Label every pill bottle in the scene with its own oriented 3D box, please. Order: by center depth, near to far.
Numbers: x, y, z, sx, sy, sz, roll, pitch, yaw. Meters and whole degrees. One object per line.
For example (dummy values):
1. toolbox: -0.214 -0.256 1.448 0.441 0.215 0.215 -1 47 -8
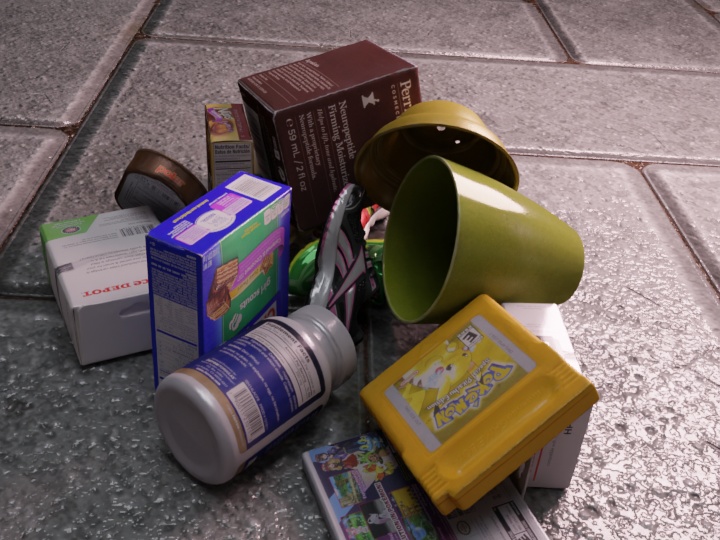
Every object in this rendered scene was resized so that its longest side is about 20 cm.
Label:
1. pill bottle: -0.101 0.118 0.888 0.115 0.117 0.199 27 38 31

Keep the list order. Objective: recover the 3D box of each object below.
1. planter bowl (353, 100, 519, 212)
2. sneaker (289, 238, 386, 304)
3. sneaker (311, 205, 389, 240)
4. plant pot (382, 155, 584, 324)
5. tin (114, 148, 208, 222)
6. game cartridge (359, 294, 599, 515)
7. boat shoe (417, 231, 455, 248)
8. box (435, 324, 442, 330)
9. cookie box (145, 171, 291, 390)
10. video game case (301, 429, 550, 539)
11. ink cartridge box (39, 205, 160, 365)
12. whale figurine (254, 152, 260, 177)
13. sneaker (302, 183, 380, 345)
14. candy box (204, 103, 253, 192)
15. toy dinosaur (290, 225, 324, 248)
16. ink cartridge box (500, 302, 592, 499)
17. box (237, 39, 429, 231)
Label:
1. planter bowl: 0.095 -0.144 1.051 0.197 0.201 0.085 7 61 4
2. sneaker: 0.000 0.000 1.120 0.197 0.075 0.084 -8 31 -19
3. sneaker: -0.010 -0.100 1.261 0.076 0.086 0.200 17 37 20
4. plant pot: 0.152 -0.020 1.008 0.197 0.189 0.188 9 29 -23
5. tin: -0.266 -0.096 1.147 0.112 0.200 0.042 39 66 -10
6. game cartridge: 0.104 0.120 0.835 0.175 0.033 0.200 -38 29 -4
7. boat shoe: 0.147 -0.018 1.134 0.198 0.072 0.066 17 28 -17
8. box: 0.117 0.095 1.010 0.074 0.051 0.200 18 35 18
9. cookie box: -0.149 0.021 0.952 0.074 0.203 0.171 20 36 21
10. video game case: 0.058 0.222 0.819 0.179 0.023 0.201 -13 37 -16
11. ink cartridge box: -0.294 0.012 1.054 0.143 0.085 0.200 -12 36 -24
12. whale figurine: -0.124 -0.145 1.330 0.198 0.106 0.158 2 19 45
13. sneaker: -0.014 0.000 1.059 0.085 0.203 0.080 14 -7 -8
14. candy box: -0.171 -0.101 1.136 0.055 0.203 0.117 -3 33 -13
15. toy dinosaur: -0.060 -0.069 1.168 0.199 0.059 0.101 -36 49 -11
16. ink cartridge box: 0.182 0.138 0.891 0.067 0.118 0.201 3 34 -3
17. box: -0.034 -0.182 1.145 0.197 0.168 0.164 -21 31 -15
